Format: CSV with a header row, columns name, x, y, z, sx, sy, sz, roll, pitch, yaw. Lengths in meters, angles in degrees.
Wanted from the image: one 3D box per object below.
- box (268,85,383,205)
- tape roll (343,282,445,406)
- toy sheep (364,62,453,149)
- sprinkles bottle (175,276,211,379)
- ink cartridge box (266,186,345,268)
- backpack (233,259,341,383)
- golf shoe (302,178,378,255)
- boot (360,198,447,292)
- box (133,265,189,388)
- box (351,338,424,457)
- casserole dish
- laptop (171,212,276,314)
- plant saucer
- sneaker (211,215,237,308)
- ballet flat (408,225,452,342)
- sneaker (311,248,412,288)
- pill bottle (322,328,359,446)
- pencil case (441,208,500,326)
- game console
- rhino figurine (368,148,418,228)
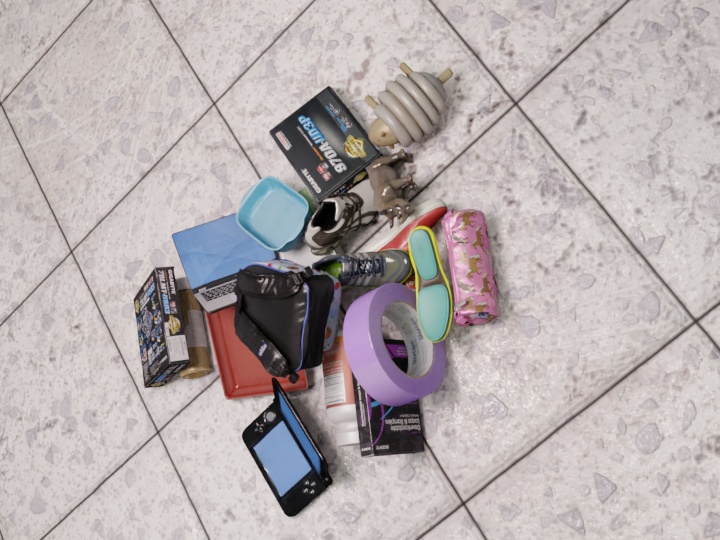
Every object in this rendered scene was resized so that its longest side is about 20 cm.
name,x,y,z,sx,sy,sz,roll,pitch,yaw
box,-0.067,-0.244,1.684,0.158,0.046,0.201,-36,66,0
tape roll,0.061,0.128,1.477,0.065,0.198,0.205,-25,69,38
toy sheep,0.093,-0.309,1.592,0.200,0.138,0.138,-44,65,6
sprinkles bottle,-0.357,0.119,1.772,0.067,0.068,0.204,-20,72,22
ink cartridge box,-0.097,-0.048,1.675,0.103,0.059,0.203,-33,67,17
backpack,-0.133,0.066,1.503,0.188,0.153,0.205,20,104,33
golf shoe,-0.025,-0.114,1.602,0.077,0.095,0.200,38,68,16
boot,0.106,-0.024,1.565,0.199,0.072,0.146,-40,66,23
box,-0.415,0.120,1.756,0.200,0.049,0.203,-38,59,55
box,0.048,0.223,1.504,0.036,0.141,0.205,-17,73,41
casserole dish,-0.164,-0.105,1.653,0.122,0.039,0.199,-53,48,-2
laptop,-0.246,-0.024,1.649,0.199,0.184,0.118,31,138,63
plant saucer,-0.200,0.142,1.678,0.196,0.037,0.205,-11,94,25
sneaker,-0.262,-0.010,1.746,0.102,0.075,0.206,2,85,25
ballet flat,0.128,0.022,1.502,0.065,0.067,0.205,-11,87,19
sneaker,0.000,0.000,1.541,0.196,0.081,0.076,-9,84,23
pill bottle,-0.011,0.213,1.553,0.110,0.112,0.205,-12,76,24
pencil case,0.193,-0.006,1.503,0.081,0.086,0.205,-10,76,18
game console,-0.147,0.334,1.597,0.176,0.116,0.201,-42,65,13
rhino figurine,0.061,-0.147,1.569,0.086,0.060,0.202,-24,42,13
